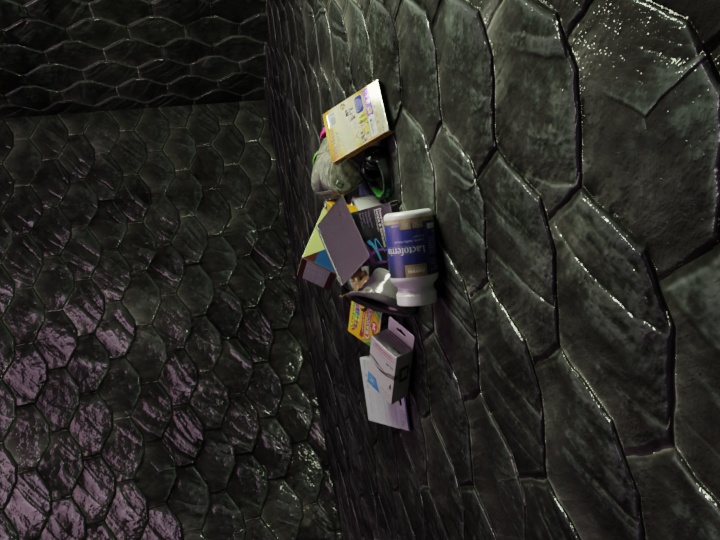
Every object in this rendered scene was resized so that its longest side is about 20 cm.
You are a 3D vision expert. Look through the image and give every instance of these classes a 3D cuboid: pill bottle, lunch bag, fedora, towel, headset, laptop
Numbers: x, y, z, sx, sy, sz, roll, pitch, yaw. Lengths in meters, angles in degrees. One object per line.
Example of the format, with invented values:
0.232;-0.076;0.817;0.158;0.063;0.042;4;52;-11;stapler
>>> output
0.116;-0.029;1.273;0.115;0.112;0.208;-168;70;-75;pill bottle
-0.067;-0.301;1.691;0.172;0.137;0.199;-63;21;-5;lunch bag
0.065;0.052;1.483;0.198;0.173;0.093;-2;67;62;fedora
0.018;-0.173;1.787;0.146;0.023;0.206;-113;22;-58;towel
0.022;-0.290;1.557;0.124;0.091;0.206;123;128;-68;headset
-0.032;-0.059;1.524;0.192;0.113;0.200;66;-172;22;laptop

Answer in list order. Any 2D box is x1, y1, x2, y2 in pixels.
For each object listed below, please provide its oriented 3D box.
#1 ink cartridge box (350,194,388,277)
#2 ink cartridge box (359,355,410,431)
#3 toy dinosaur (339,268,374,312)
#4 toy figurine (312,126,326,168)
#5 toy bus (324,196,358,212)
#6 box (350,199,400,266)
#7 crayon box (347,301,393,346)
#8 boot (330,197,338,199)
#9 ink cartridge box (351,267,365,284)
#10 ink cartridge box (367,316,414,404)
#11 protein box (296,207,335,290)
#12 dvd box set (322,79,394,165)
0.034;-0.102;1.622;0.202;0.083;0.150;-114;22;-52;ink cartridge box
0.082;0.362;1.703;0.197;0.040;0.207;-2;97;54;ink cartridge box
0.026;0.038;1.648;0.086;0.195;0.139;47;-129;-37;toy dinosaur
-0.077;-0.401;1.908;0.202;0.145;0.189;62;-160;-49;toy figurine
-0.057;-0.163;1.665;0.200;0.063;0.081;-138;42;-69;toy bus
0.038;-0.090;1.461;0.197;0.035;0.148;-9;98;50;box
0.021;0.145;1.722;0.198;0.049;0.132;26;113;54;crayon box
-0.078;-0.223;2.107;0.201;0.066;0.193;99;153;-68;boot
0.000;0.000;1.795;0.163;0.056;0.203;50;146;27;ink cartridge box
0.081;0.246;1.569;0.115;0.065;0.206;36;132;43;ink cartridge box
-0.119;-0.070;1.994;0.200;0.131;0.204;123;170;-69;protein box
-0.009;-0.390;1.513;0.196;0.029;0.151;-23;72;33;dvd box set
